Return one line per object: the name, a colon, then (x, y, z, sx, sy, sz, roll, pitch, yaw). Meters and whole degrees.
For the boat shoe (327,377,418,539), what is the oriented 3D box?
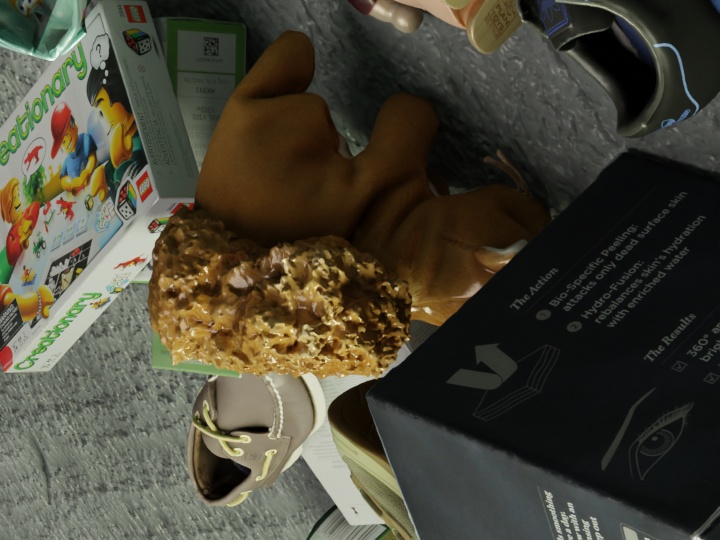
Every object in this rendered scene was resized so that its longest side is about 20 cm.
boat shoe: (0.050, 0.128, 1.337, 0.201, 0.073, 0.063, 36, 146, 47)

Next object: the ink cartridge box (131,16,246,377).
ink cartridge box: (-0.116, -0.041, 1.461, 0.104, 0.059, 0.201, 2, 92, 54)

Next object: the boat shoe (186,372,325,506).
boat shoe: (-0.069, 0.090, 1.541, 0.072, 0.059, 0.200, 46, 160, 10)

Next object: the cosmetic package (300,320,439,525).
cosmetic package: (0.017, 0.078, 1.531, 0.151, 0.052, 0.200, 58, 151, -12)

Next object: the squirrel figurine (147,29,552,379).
squirrel figurine: (0.000, 0.000, 1.314, 0.186, 0.200, 0.142, 25, 136, 16)

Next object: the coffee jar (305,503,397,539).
coffee jar: (0.058, 0.222, 1.614, 0.200, 0.085, 0.104, 27, 149, 37)

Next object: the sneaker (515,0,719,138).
sneaker: (0.090, -0.150, 1.115, 0.200, 0.078, 0.070, 51, 152, -4)

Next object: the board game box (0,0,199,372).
board game box: (-0.160, -0.044, 1.440, 0.200, 0.035, 0.127, -44, 56, 45)

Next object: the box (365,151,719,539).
box: (0.146, 0.066, 1.176, 0.200, 0.197, 0.118, 21, 143, 42)

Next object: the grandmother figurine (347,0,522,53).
grandmother figurine: (-0.005, -0.160, 1.265, 0.200, 0.061, 0.121, 26, 156, 41)

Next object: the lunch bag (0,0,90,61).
lunch bag: (-0.205, -0.211, 1.362, 0.200, 0.122, 0.170, 61, -175, -16)
